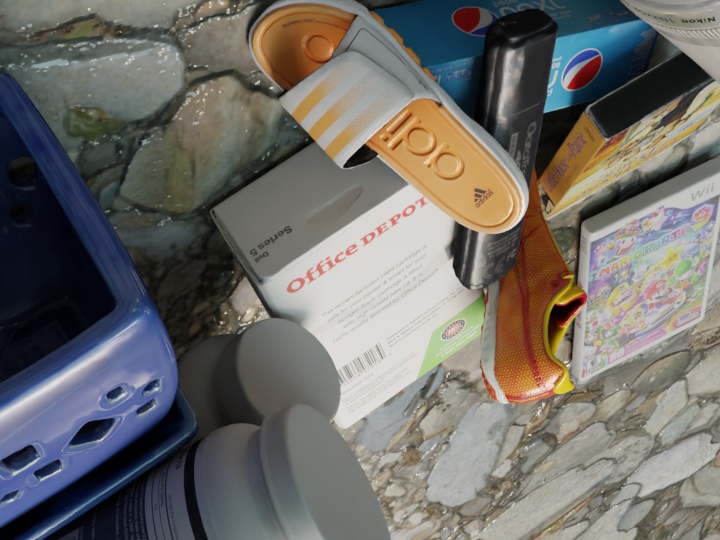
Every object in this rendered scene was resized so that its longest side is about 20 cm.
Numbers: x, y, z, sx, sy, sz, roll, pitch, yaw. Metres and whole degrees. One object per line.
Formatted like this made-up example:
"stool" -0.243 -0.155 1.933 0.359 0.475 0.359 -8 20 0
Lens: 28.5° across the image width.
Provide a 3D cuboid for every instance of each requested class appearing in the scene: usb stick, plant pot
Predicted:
"usb stick" 0.092 -0.075 0.922 0.055 0.032 0.202 -28 139 -34
"plant pot" -0.212 0.047 0.798 0.199 0.201 0.180 -32 148 -7

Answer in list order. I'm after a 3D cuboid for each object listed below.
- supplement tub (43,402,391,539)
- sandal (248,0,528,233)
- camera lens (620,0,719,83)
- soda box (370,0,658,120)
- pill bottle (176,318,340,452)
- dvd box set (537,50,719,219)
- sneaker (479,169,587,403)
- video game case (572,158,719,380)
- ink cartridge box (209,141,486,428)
"supplement tub" -0.093 0.179 0.843 0.198 0.142 0.140 -29 145 14
"sandal" 0.018 -0.087 0.858 0.206 0.059 0.079 38 126 -9
"camera lens" 0.232 -0.201 0.835 0.160 0.160 0.199 -49 145 16
"soda box" 0.102 -0.146 0.948 0.198 0.068 0.065 -16 138 -26
"pill bottle" -0.100 0.112 0.968 0.110 0.112 0.200 0 152 -39
"dvd box set" 0.205 -0.107 1.029 0.145 0.030 0.200 -30 171 -11
"sneaker" 0.127 0.004 1.030 0.076 0.203 0.073 -8 152 15
"video game case" 0.254 0.003 1.256 0.142 0.018 0.201 -25 141 -15
"ink cartridge box" 0.000 0.000 1.005 0.145 0.084 0.201 -33 143 -7
